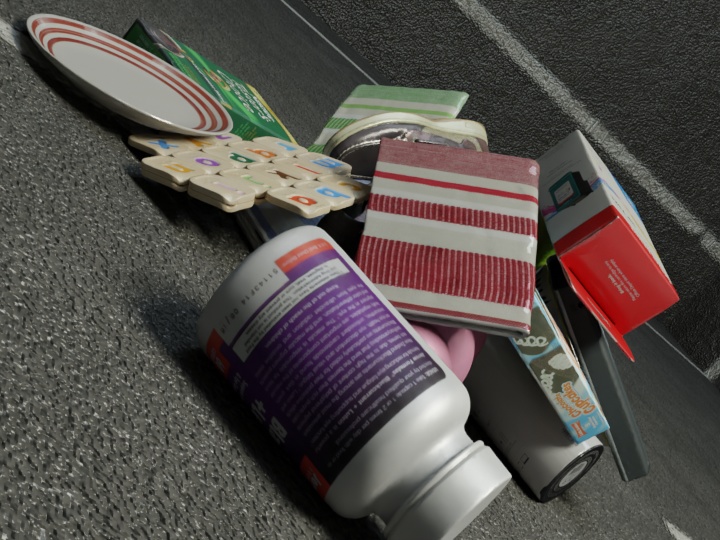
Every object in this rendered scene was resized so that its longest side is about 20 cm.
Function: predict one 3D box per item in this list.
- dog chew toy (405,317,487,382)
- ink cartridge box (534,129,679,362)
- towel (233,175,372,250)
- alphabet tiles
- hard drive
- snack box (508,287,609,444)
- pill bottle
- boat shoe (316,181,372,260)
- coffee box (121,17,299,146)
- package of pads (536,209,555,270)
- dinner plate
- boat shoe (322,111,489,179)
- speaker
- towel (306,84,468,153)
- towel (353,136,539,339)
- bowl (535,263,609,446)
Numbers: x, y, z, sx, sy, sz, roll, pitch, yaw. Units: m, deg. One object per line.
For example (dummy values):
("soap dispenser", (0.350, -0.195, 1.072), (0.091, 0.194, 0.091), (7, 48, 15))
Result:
("dog chew toy", (0.042, 0.053, 0.887), (0.124, 0.125, 0.200), (42, 20, -5))
("ink cartridge box", (0.224, -0.026, 1.000), (0.116, 0.067, 0.201), (45, 22, -29))
("towel", (-0.035, -0.053, 1.026), (0.197, 0.024, 0.148), (-1, 41, -38))
("alphabet tiles", (-0.092, -0.085, 0.923), (0.193, 0.015, 0.199), (22, 21, 23))
("hard drive", (0.236, 0.090, 1.082), (0.140, 0.032, 0.203), (-62, 131, -75))
("snack box", (0.152, 0.052, 0.945), (0.201, 0.037, 0.117), (53, 13, -43))
("pill bottle", (-0.002, 0.079, 0.673), (0.200, 0.112, 0.111), (47, 14, 17))
("boat shoe", (0.020, -0.053, 0.988), (0.066, 0.058, 0.199), (35, 32, 14))
("coffee box", (-0.160, -0.185, 1.168), (0.199, 0.044, 0.123), (26, 22, -53))
("package of pads", (0.118, -0.015, 1.132), (0.069, 0.199, 0.154), (56, 18, 25))
("dinner plate", (-0.205, -0.167, 0.962), (0.198, 0.024, 0.201), (29, 19, -11))
("boat shoe", (0.055, -0.113, 1.093), (0.197, 0.072, 0.066), (-4, 58, -35))
("speaker", (0.141, 0.120, 1.052), (0.201, 0.081, 0.081), (50, 15, 27))
("towel", (0.016, -0.140, 1.202), (0.150, 0.201, 0.024), (8, -45, 27))
("towel", (0.072, -0.030, 0.875), (0.141, 0.023, 0.202), (8, 45, 4))
("bowl", (0.189, 0.104, 1.155), (0.201, 0.093, 0.204), (-21, 91, -79))
